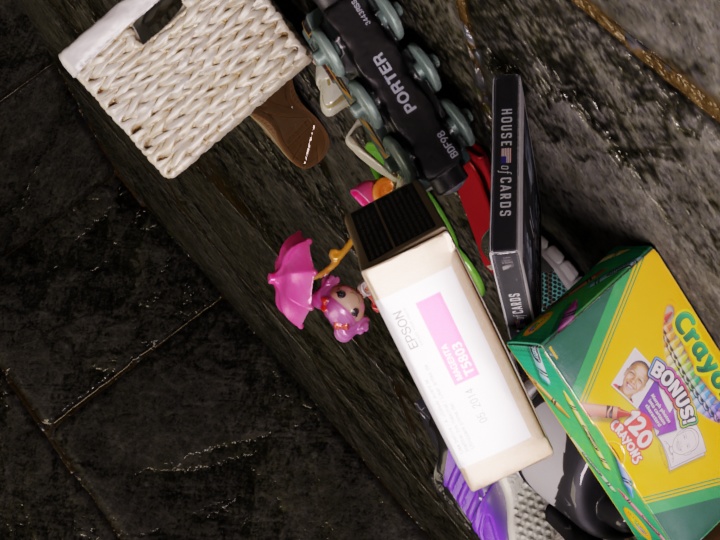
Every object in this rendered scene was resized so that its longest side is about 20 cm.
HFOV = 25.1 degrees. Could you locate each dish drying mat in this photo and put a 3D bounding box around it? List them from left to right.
[{"bbox_3d":[0.111,-0.053,1.456,0.077,0.018,0.200,45,168,41],"label":"dish drying mat"}]

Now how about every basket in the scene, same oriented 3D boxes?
[{"bbox_3d":[-0.161,-0.211,1.571,0.161,0.198,0.200,50,-177,-6],"label":"basket"}]

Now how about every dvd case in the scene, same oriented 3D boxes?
[{"bbox_3d":[0.119,-0.030,1.226,0.200,0.025,0.151,68,-158,-60],"label":"dvd case"}]

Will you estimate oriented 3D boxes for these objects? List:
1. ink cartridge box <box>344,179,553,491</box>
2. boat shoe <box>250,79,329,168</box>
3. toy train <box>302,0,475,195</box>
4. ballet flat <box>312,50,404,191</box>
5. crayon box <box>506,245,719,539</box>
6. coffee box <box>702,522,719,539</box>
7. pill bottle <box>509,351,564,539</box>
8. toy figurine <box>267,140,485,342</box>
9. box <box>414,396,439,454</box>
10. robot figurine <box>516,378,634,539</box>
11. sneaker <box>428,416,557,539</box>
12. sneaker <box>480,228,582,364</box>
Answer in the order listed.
[{"bbox_3d":[0.065,0.046,1.255,0.165,0.075,0.201,-106,-10,-74],"label":"ink cartridge box"},{"bbox_3d":[-0.107,-0.201,1.806,0.200,0.072,0.072,53,171,-37],"label":"boat shoe"},{"bbox_3d":[0.023,-0.151,1.346,0.200,0.085,0.114,56,175,-5],"label":"toy train"},{"bbox_3d":[0.003,-0.148,1.491,0.200,0.064,0.076,52,170,10],"label":"ballet flat"},{"bbox_3d":[0.213,0.096,1.201,0.200,0.119,0.058,55,162,-14],"label":"crayon box"},{"bbox_3d":[0.319,0.297,1.194,0.200,0.198,0.200,55,170,-13],"label":"coffee box"},{"bbox_3d":[0.192,0.176,1.600,0.200,0.114,0.114,51,170,8],"label":"pill bottle"},{"bbox_3d":[0.000,0.000,1.669,0.200,0.184,0.150,53,170,-7],"label":"toy figurine"},{"bbox_3d":[0.176,0.227,1.875,0.182,0.104,0.200,43,166,39],"label":"box"},{"bbox_3d":[0.208,0.163,1.447,0.125,0.150,0.200,44,176,-32],"label":"robot figurine"},{"bbox_3d":[0.119,0.215,1.554,0.099,0.069,0.201,-16,90,40],"label":"sneaker"},{"bbox_3d":[0.158,0.045,1.368,0.200,0.091,0.078,48,168,25],"label":"sneaker"}]
